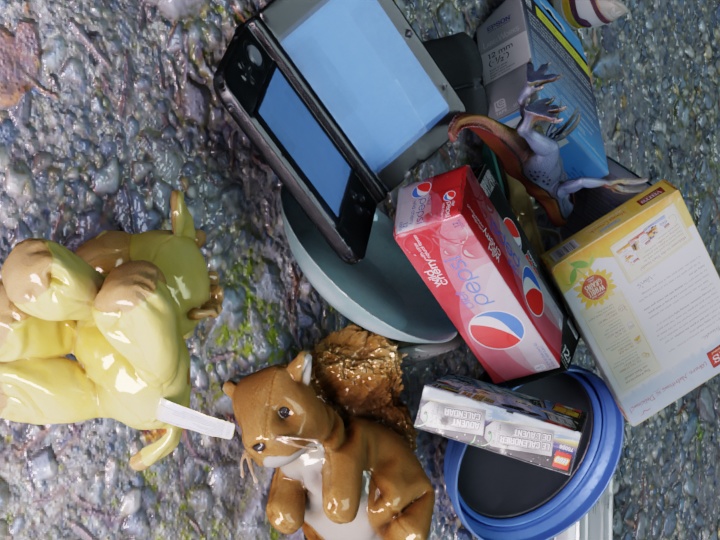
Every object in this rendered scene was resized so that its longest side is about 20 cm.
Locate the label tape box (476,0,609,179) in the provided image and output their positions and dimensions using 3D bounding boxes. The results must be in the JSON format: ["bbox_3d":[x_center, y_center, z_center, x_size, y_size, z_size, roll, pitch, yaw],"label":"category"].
[{"bbox_3d":[0.184,-0.197,1.539,0.143,0.066,0.202,39,34,-41],"label":"label tape box"}]

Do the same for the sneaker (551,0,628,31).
[{"bbox_3d":[0.270,-0.361,1.630,0.075,0.089,0.203,20,72,-46],"label":"sneaker"}]

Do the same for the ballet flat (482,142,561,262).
[{"bbox_3d":[0.166,-0.045,1.487,0.062,0.069,0.202,-4,66,-7],"label":"ballet flat"}]

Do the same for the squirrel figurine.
[{"bbox_3d":[-0.032,0.136,1.271,0.187,0.141,0.201,48,40,-24],"label":"squirrel figurine"}]

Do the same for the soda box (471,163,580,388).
[{"bbox_3d":[0.128,0.007,1.382,0.201,0.070,0.063,60,32,-18],"label":"soda box"}]

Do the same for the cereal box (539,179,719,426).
[{"bbox_3d":[0.276,0.033,1.424,0.143,0.040,0.201,-31,115,-1],"label":"cereal box"}]

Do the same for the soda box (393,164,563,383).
[{"bbox_3d":[0.105,0.007,1.280,0.200,0.069,0.064,53,33,-35],"label":"soda box"}]

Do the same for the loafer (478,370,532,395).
[{"bbox_3d":[0.189,0.144,1.552,0.200,0.068,0.071,34,43,-38],"label":"loafer"}]

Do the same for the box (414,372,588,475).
[{"bbox_3d":[0.128,0.131,1.305,0.200,0.135,0.040,5,101,-79],"label":"box"}]

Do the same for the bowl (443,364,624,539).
[{"bbox_3d":[0.172,0.181,1.481,0.199,0.039,0.203,-12,118,-23],"label":"bowl"}]

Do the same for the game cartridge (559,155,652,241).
[{"bbox_3d":[0.268,-0.037,1.527,0.038,0.200,0.131,1,113,-23],"label":"game cartridge"}]

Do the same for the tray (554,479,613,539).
[{"bbox_3d":[0.254,0.259,1.649,0.107,0.022,0.203,6,85,-49],"label":"tray"}]

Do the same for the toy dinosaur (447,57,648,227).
[{"bbox_3d":[0.163,-0.106,1.401,0.183,0.198,0.106,90,-13,-46],"label":"toy dinosaur"}]

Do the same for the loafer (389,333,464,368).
[{"bbox_3d":[0.072,0.039,1.421,0.200,0.075,0.070,-28,94,-56],"label":"loafer"}]

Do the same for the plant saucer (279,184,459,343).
[{"bbox_3d":[0.000,0.000,1.296,0.200,0.039,0.202,34,25,-18],"label":"plant saucer"}]

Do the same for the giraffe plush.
[{"bbox_3d":[-0.167,0.026,1.092,0.199,0.173,0.163,29,38,-13],"label":"giraffe plush"}]

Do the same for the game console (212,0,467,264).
[{"bbox_3d":[-0.010,-0.140,1.246,0.201,0.116,0.177,52,25,-22],"label":"game console"}]

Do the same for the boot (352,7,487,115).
[{"bbox_3d":[0.042,-0.204,1.382,0.199,0.065,0.167,-12,110,-42],"label":"boot"}]
